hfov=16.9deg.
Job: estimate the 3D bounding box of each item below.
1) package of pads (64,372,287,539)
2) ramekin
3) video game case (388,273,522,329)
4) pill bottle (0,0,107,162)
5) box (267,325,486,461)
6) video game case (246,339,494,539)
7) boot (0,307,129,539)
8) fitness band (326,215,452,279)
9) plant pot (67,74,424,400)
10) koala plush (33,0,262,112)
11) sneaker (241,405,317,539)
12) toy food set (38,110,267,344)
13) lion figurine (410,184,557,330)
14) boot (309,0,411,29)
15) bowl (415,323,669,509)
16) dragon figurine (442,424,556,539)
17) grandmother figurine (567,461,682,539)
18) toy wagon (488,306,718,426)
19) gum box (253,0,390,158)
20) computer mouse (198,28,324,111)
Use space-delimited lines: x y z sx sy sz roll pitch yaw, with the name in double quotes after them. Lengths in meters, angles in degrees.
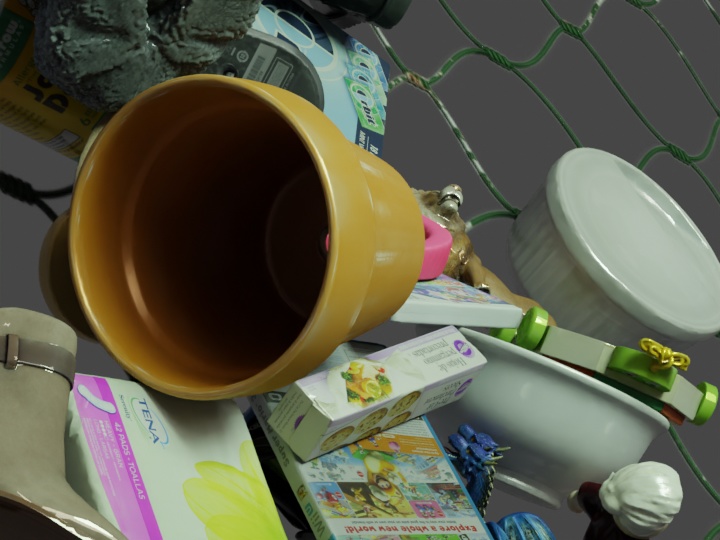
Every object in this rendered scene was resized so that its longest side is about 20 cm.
-0.117 0.160 1.487 0.154 0.068 0.200 13 44 -43 "package of pads"
0.213 0.000 2.070 0.202 0.094 0.202 31 33 -23 "ramekin"
0.000 0.000 1.768 0.200 0.018 0.143 25 13 39 "video game case"
-0.240 -0.160 1.672 0.200 0.113 0.113 28 35 -30 "pill bottle"
0.014 0.080 1.621 0.039 0.041 0.200 46 29 18 "box"
-0.001 0.117 1.611 0.143 0.018 0.200 10 37 -39 "video game case"
-0.198 0.091 1.417 0.200 0.070 0.146 23 49 0 "boot"
-0.024 -0.044 1.795 0.200 0.037 0.144 28 16 37 "fitness band"
-0.055 -0.021 1.567 0.200 0.200 0.183 57 25 18 "plant pot"
-0.170 -0.227 1.605 0.177 0.184 0.200 -3 44 -33 "koala plush"
-0.004 0.165 1.628 0.200 0.071 0.083 34 35 -9 "sneaker"
-0.122 -0.025 1.654 0.198 0.049 0.200 29 63 -37 "toy food set"
0.103 0.024 1.943 0.200 0.072 0.123 48 14 -25 "lion figurine"
-0.052 -0.265 2.016 0.162 0.073 0.198 28 1 -21 "boot"
0.118 0.116 1.775 0.201 0.090 0.201 22 -7 3 "bowl"
0.099 0.204 1.675 0.059 0.099 0.200 -8 59 -54 "dragon figurine"
0.172 0.198 1.673 0.060 0.200 0.121 -12 55 -26 "grandmother figurine"
0.183 0.073 1.776 0.155 0.040 0.200 24 -7 -11 "toy wagon"
-0.068 -0.163 1.961 0.200 0.045 0.170 33 32 -20 "gum box"
-0.118 -0.162 1.834 0.200 0.139 0.053 33 -5 -14 "computer mouse"
